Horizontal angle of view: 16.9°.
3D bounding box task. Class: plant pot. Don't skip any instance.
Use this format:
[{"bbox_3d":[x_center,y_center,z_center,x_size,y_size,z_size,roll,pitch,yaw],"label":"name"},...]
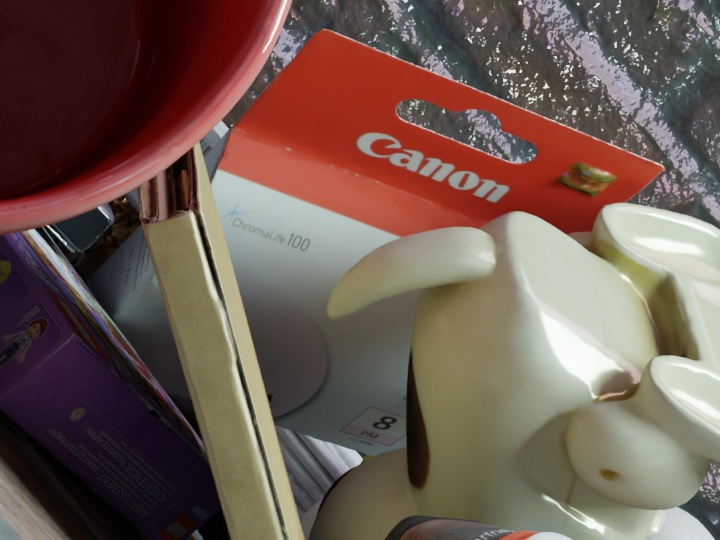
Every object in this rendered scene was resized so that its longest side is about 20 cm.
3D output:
[{"bbox_3d":[-0.126,-0.093,0.743,0.201,0.200,0.177,50,-12,1],"label":"plant pot"}]

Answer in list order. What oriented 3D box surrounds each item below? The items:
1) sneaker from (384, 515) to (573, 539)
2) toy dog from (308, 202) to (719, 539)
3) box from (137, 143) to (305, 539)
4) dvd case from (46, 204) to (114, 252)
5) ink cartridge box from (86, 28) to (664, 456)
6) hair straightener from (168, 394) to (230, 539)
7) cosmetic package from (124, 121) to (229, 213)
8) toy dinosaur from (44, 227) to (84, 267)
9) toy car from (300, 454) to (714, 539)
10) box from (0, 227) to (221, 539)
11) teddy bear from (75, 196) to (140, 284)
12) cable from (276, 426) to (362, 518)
[{"bbox_3d":[0.070,0.140,0.879,0.082,0.077,0.200,22,-22,41],"label":"sneaker"},{"bbox_3d":[0.055,0.085,0.936,0.193,0.200,0.140,13,37,-29],"label":"toy dog"},{"bbox_3d":[-0.040,0.053,0.822,0.164,0.021,0.201,-109,-176,-73],"label":"box"},{"bbox_3d":[-0.171,-0.091,1.011,0.150,0.025,0.200,48,1,-21],"label":"dvd case"},{"bbox_3d":[0.000,0.000,0.970,0.162,0.200,0.057,19,57,-24],"label":"ink cartridge box"},{"bbox_3d":[-0.072,0.092,1.025,0.077,0.041,0.200,46,7,-49],"label":"hair straightener"},{"bbox_3d":[-0.122,-0.094,1.055,0.200,0.051,0.083,47,4,20],"label":"cosmetic package"},{"bbox_3d":[-0.188,-0.055,1.102,0.088,0.047,0.200,56,-7,-36],"label":"toy dinosaur"},{"bbox_3d":[0.071,0.166,1.176,0.200,0.175,0.150,49,-17,29],"label":"toy car"},{"bbox_3d":[-0.135,0.003,0.910,0.200,0.039,0.137,49,-2,36],"label":"box"},{"bbox_3d":[-0.103,0.005,1.162,0.145,0.067,0.200,41,-19,22],"label":"teddy bear"},{"bbox_3d":[0.002,0.161,1.343,0.200,0.069,0.200,49,0,-4],"label":"cable"}]
